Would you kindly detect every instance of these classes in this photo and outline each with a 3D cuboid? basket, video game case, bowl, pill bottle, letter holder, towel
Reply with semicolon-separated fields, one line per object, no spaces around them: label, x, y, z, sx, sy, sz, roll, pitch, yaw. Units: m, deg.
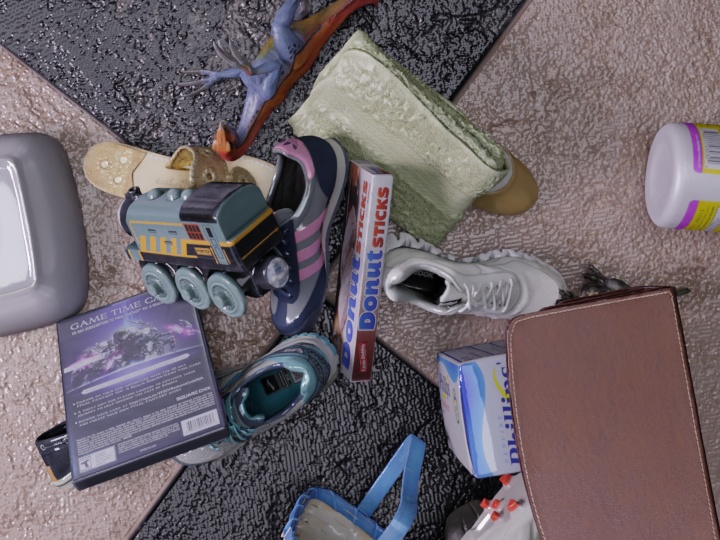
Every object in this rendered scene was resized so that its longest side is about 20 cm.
basket;-0.004;0.260;0.965;0.138;0.176;0.201;31;107;0
video game case;-0.209;0.099;0.967;0.141;0.019;0.201;-19;45;-4
bowl;-0.376;-0.033;1.008;0.198;0.075;0.202;-10;90;-3
pill bottle;0.391;-0.088;1.014;0.197;0.104;0.106;4;89;-2
letter holder;0.188;0.124;0.825;0.140;0.101;0.202;-11;89;0
towel;0.033;-0.121;0.998;0.199;0.148;0.037;40;43;-3

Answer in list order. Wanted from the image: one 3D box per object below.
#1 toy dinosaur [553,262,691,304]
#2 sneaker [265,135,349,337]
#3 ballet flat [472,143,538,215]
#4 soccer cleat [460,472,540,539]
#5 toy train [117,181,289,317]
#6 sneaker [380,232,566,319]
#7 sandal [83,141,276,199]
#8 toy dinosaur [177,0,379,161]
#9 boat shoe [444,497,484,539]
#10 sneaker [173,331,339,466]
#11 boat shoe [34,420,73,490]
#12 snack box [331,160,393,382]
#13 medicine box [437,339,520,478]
toy dinosaur;0.246;0.028;1.003;0.087;0.199;0.048;17;105;34
sneaker;-0.071;-0.032;0.995;0.070;0.082;0.202;16;101;40
ballet flat;0.093;-0.119;1.027;0.199;0.063;0.069;31;85;-1
soccer cleat;0.136;0.254;0.954;0.077;0.069;0.200;37;105;-10
toy train;-0.149;-0.027;0.960;0.085;0.199;0.115;-41;123;-36
sneaker;0.107;0.018;1.006;0.198;0.081;0.076;7;108;-7
sandal;-0.174;-0.088;1.015;0.209;0.070;0.079;10;88;-2
toy dinosaur;-0.083;-0.195;1.006;0.197;0.105;0.184;5;92;-4
boat shoe;0.147;0.325;1.014;0.075;0.074;0.202;-29;71;12
sneaker;-0.115;0.128;0.990;0.199;0.086;0.078;-36;92;15
boat shoe;-0.233;0.134;1.007;0.199;0.075;0.062;-36;100;3
snack box;0.000;0.000;0.990;0.024;0.072;0.202;1;106;-20
medicine box;0.181;0.115;0.964;0.198;0.182;0.104;-9;89;-2
